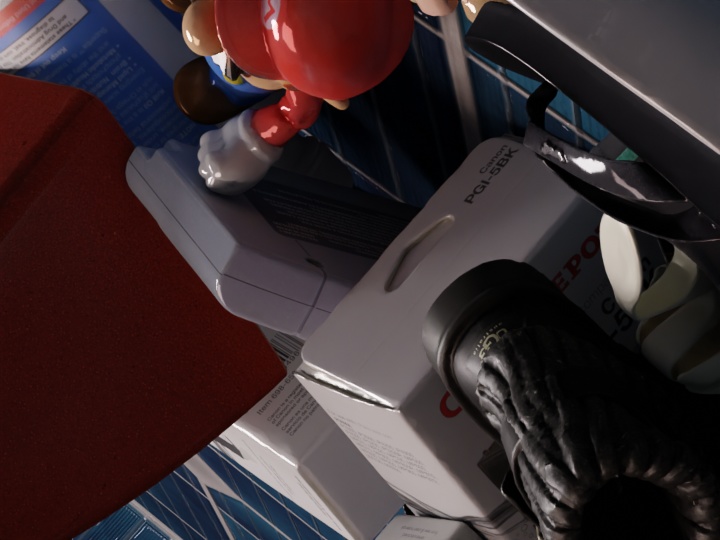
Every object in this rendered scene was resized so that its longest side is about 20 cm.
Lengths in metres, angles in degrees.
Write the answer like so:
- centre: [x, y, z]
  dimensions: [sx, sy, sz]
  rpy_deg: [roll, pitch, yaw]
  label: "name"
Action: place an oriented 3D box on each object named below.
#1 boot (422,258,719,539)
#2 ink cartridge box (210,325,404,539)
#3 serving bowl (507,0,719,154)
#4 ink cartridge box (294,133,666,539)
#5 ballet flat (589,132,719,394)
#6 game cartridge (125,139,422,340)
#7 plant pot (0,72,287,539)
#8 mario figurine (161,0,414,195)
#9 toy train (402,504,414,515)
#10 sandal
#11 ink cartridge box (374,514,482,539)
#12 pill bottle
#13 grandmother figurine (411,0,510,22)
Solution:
- centre: [0.120, 0.094, 1.092]
  dimensions: [0.211, 0.079, 0.158]
  rpy_deg: [33, -169, -34]
  label: "boot"
- centre: [-0.030, 0.034, 1.470]
  dimensions: [0.200, 0.144, 0.084]
  rpy_deg: [30, 162, 44]
  label: "ink cartridge box"
- centre: [0.115, -0.073, 0.845]
  dimensions: [0.200, 0.066, 0.200]
  rpy_deg: [35, -173, -5]
  label: "serving bowl"
- centre: [0.089, 0.062, 1.217]
  dimensions: [0.200, 0.147, 0.083]
  rpy_deg: [50, 164, -32]
  label: "ink cartridge box"
- centre: [0.132, 0.003, 1.080]
  dimensions: [0.073, 0.073, 0.200]
  rpy_deg: [32, 164, 36]
  label: "ballet flat"
- centre: [0.000, 0.000, 1.276]
  dimensions: [0.200, 0.042, 0.133]
  rpy_deg: [15, -156, -34]
  label: "game cartridge"
- centre: [-0.194, 0.031, 1.349]
  dimensions: [0.200, 0.176, 0.200]
  rpy_deg: [13, 145, 45]
  label: "plant pot"
- centre: [-0.056, -0.107, 1.193]
  dimensions: [0.123, 0.106, 0.200]
  rpy_deg: [45, 168, -12]
  label: "mario figurine"
- centre: [0.044, 0.113, 1.574]
  dimensions: [0.034, 0.046, 0.200]
  rpy_deg: [163, 92, -76]
  label: "toy train"
- centre: [0.096, -0.032, 0.926]
  dimensions: [0.076, 0.043, 0.200]
  rpy_deg: [27, -168, -49]
  label: "sandal"
- centre: [0.007, 0.217, 1.187]
  dimensions: [0.116, 0.200, 0.067]
  rpy_deg: [45, 162, -18]
  label: "ink cartridge box"
- centre: [-0.100, -0.087, 1.359]
  dimensions: [0.200, 0.112, 0.112]
  rpy_deg: [47, 166, -15]
  label: "pill bottle"
- centre: [-0.002, -0.167, 0.957]
  dimensions: [0.121, 0.061, 0.200]
  rpy_deg: [14, 153, 46]
  label: "grandmother figurine"
